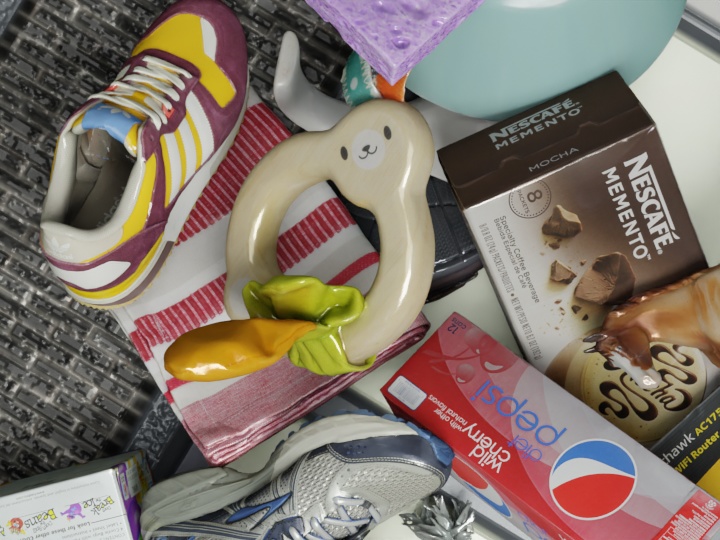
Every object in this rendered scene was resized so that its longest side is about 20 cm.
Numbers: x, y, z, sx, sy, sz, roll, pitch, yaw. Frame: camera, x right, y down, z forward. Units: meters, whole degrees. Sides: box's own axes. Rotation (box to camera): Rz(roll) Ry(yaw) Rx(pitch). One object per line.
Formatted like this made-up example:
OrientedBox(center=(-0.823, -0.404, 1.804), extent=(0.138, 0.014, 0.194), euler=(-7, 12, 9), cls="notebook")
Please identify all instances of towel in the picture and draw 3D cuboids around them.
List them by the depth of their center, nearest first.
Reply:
OrientedBox(center=(-0.072, -0.003, 1.273), extent=(0.144, 0.023, 0.200), euler=(-33, 64, -6), cls="towel")

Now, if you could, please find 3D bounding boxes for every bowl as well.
OrientedBox(center=(0.086, -0.192, 1.242), extent=(0.201, 0.105, 0.201), euler=(0, 72, 1), cls="bowl")

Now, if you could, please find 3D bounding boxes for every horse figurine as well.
OrientedBox(center=(0.229, 0.006, 1.180), extent=(0.133, 0.050, 0.200), euler=(40, 90, 26), cls="horse figurine")

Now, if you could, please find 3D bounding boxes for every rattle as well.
OrientedBox(center=(-0.030, -0.047, 1.166), extent=(0.143, 0.130, 0.200), euler=(9, 112, -41), cls="rattle")

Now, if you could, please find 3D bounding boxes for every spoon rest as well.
OrientedBox(center=(0.049, -0.089, 1.297), extent=(0.200, 0.061, 0.099), euler=(11, 59, -1), cls="spoon rest")

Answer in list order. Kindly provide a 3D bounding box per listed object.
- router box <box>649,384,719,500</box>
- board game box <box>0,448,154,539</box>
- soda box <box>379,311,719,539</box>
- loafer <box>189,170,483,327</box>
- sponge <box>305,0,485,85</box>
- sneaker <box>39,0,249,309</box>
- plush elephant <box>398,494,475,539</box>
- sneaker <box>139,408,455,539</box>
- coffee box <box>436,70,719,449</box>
OrientedBox(center=(0.255, 0.099, 1.189), extent=(0.200, 0.051, 0.149), euler=(-43, 47, 6), cls="router box")
OrientedBox(center=(-0.153, 0.214, 1.288), extent=(0.105, 0.103, 0.200), euler=(-14, 91, 5), cls="board game box")
OrientedBox(center=(0.105, 0.107, 1.179), extent=(0.063, 0.070, 0.200), euler=(-45, 55, -12), cls="soda box")
OrientedBox(center=(0.000, 0.000, 1.310), extent=(0.200, 0.063, 0.072), euler=(-20, 60, -2), cls="loafer")
OrientedBox(center=(0.050, -0.201, 1.175), extent=(0.200, 0.030, 0.112), euler=(-42, 76, -12), cls="sponge")
OrientedBox(center=(-0.118, -0.080, 1.259), extent=(0.075, 0.090, 0.200), euler=(12, 66, 15), cls="sneaker")
OrientedBox(center=(0.008, 0.221, 1.252), extent=(0.155, 0.165, 0.200), euler=(2, 72, -37), cls="plush elephant")
OrientedBox(center=(-0.032, 0.140, 1.197), extent=(0.200, 0.085, 0.077), euler=(-25, 136, 32), cls="sneaker")
OrientedBox(center=(0.133, 0.008, 1.250), extent=(0.113, 0.080, 0.200), euler=(-23, 118, 2), cls="coffee box")
